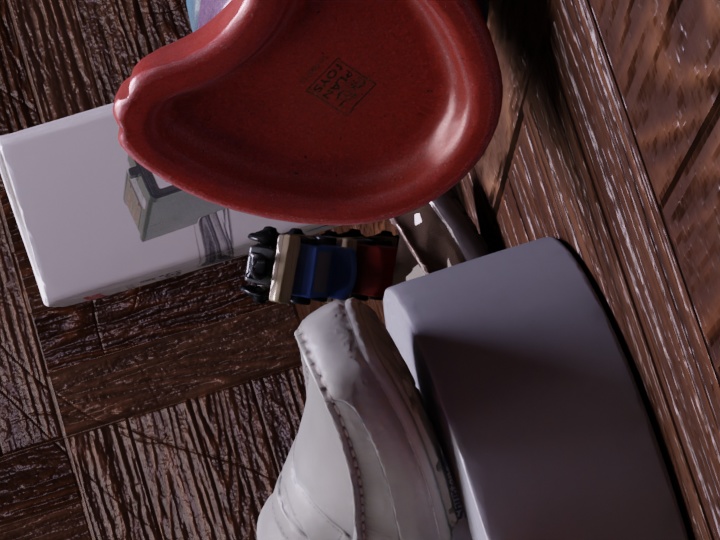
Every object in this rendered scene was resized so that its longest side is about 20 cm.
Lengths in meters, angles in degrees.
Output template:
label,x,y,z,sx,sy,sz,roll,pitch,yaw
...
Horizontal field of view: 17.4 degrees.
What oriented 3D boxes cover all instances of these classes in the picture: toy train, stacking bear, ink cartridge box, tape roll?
label,x,y,z,sx,sy,sz,roll,pitch,yaw
toy train,0.000,0.000,1.080,0.200,0.045,0.034,-1,-78,-67
stacking bear,-0.013,-0.120,0.823,0.113,0.121,0.201,30,-147,-27
ink cartridge box,-0.067,-0.048,1.133,0.145,0.198,0.085,162,91,-86
tape roll,0.067,0.093,0.851,0.200,0.066,0.202,164,90,-86

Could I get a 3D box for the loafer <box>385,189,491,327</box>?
label,x,y,z,sx,sy,sz,roll,pitch,yaw
loafer,0.037,0.052,1.040,0.073,0.070,0.201,-117,11,-67

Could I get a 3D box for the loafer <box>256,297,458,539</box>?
label,x,y,z,sx,sy,sz,roll,pitch,yaw
loafer,-0.003,0.088,0.829,0.201,0.069,0.070,78,174,-47
